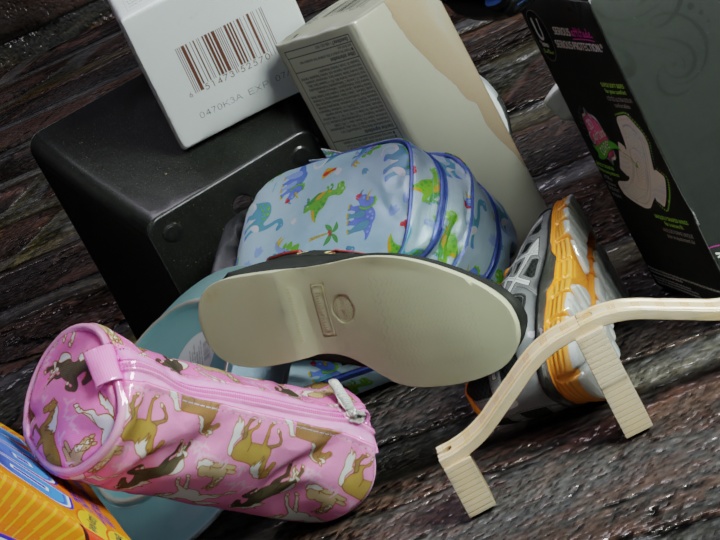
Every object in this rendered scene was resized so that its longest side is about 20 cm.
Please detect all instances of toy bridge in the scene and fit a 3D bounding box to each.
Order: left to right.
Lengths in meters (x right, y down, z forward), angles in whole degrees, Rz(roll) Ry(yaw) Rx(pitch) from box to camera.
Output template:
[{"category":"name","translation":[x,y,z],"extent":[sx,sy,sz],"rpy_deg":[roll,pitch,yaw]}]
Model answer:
[{"category":"toy bridge","translation":[0.128,0.052,1.117],"extent":[0.200,0.067,0.027],"rpy_deg":[-28,15,6]}]

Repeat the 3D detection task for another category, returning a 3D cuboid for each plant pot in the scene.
[{"category":"plant pot","translation":[-0.091,-0.039,1.582],"extent":[0.200,0.200,0.177],"rpy_deg":[-31,27,-9]}]

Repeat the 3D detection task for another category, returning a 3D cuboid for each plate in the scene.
[{"category":"plate","translation":[-0.114,0.083,1.327],"extent":[0.200,0.026,0.200],"rpy_deg":[-36,37,34]}]

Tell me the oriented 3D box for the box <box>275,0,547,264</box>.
[{"category":"box","translation":[0.038,-0.089,1.467],"extent":[0.078,0.200,0.095],"rpy_deg":[-39,20,-33]}]

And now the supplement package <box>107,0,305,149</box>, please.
[{"category":"supplement package","translation":[-0.119,-0.199,1.548],"extent":[0.117,0.117,0.200],"rpy_deg":[-27,37,-2]}]

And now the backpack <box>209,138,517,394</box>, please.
[{"category":"backpack","translation":[0.000,0.000,1.380],"extent":[0.199,0.154,0.163],"rpy_deg":[-6,50,21]}]

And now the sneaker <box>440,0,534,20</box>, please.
[{"category":"sneaker","translation":[0.115,-0.185,1.152],"extent":[0.200,0.073,0.112],"rpy_deg":[-25,17,45]}]

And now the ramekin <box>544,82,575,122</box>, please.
[{"category":"ramekin","translation":[0.222,-0.153,1.425],"extent":[0.200,0.105,0.200],"rpy_deg":[-50,2,2]}]

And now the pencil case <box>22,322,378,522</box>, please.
[{"category":"pencil case","translation":[-0.082,0.084,1.160],"extent":[0.083,0.200,0.087],"rpy_deg":[29,100,47]}]

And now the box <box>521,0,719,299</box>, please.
[{"category":"box","translation":[0.205,-0.102,1.219],"extent":[0.148,0.200,0.124],"rpy_deg":[-31,16,-9]}]

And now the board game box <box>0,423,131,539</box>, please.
[{"category":"board game box","translation":[-0.257,0.156,1.084],"extent":[0.200,0.200,0.200],"rpy_deg":[-56,19,-3]}]

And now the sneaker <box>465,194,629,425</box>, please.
[{"category":"sneaker","translation":[0.104,0.021,1.245],"extent":[0.077,0.078,0.200],"rpy_deg":[-28,16,21]}]

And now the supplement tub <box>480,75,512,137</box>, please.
[{"category":"supplement tub","translation":[0.038,-0.112,1.683],"extent":[0.122,0.123,0.200],"rpy_deg":[-29,15,-3]}]

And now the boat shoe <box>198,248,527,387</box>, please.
[{"category":"boat shoe","translation":[0.007,0.021,1.207],"extent":[0.201,0.074,0.063],"rpy_deg":[1,15,34]}]
